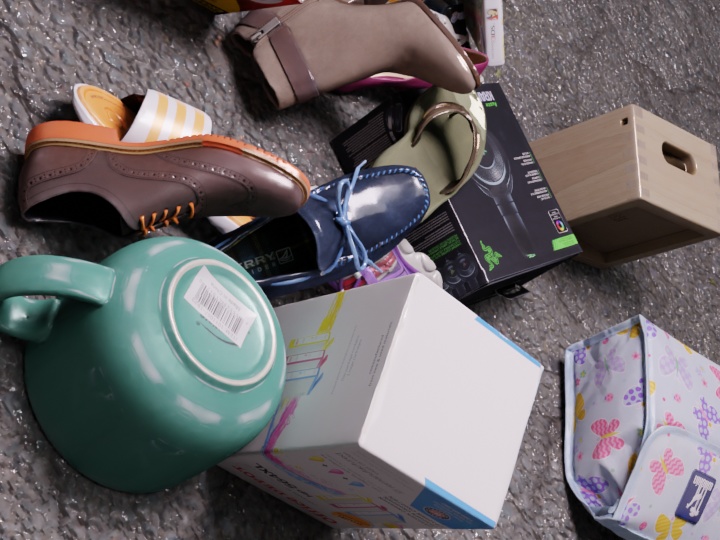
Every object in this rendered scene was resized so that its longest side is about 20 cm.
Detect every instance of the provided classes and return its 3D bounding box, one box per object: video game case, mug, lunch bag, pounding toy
[{"bbox_3d":[0.118,-0.328,1.298,0.200,0.023,0.183,-100,-176,-62],"label":"video game case"},{"bbox_3d":[-0.133,0.055,0.811,0.184,0.114,0.153,-2,67,-49],"label":"mug"},{"bbox_3d":[0.289,0.172,1.207,0.169,0.127,0.201,30,52,-30],"label":"lunch bag"},{"bbox_3d":[0.271,-0.093,1.341,0.199,0.184,0.143,16,66,-42],"label":"pounding toy"}]

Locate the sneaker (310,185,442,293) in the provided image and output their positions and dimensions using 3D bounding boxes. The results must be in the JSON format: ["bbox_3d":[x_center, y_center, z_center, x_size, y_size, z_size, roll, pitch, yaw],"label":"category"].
[{"bbox_3d":[0.000,0.000,1.025,0.200,0.080,0.084,39,51,-37],"label":"sneaker"}]

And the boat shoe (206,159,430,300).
[{"bbox_3d":[-0.033,-0.018,0.928,0.199,0.069,0.084,-31,90,-10],"label":"boat shoe"}]

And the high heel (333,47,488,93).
[{"bbox_3d":[0.027,-0.208,1.190,0.199,0.096,0.068,11,58,-45],"label":"high heel"}]

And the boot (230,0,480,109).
[{"bbox_3d":[-0.013,-0.182,1.078,0.200,0.146,0.070,48,-16,34],"label":"boot"}]

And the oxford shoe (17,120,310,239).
[{"bbox_3d":[-0.135,-0.049,0.870,0.199,0.071,0.073,5,57,-2],"label":"oxford shoe"}]

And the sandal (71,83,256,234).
[{"bbox_3d":[-0.125,-0.090,0.953,0.206,0.059,0.079,36,20,-33],"label":"sandal"}]

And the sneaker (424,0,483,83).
[{"bbox_3d":[0.089,-0.224,1.295,0.072,0.072,0.201,-30,90,-55],"label":"sneaker"}]

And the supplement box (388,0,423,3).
[{"bbox_3d":[0.026,-0.342,1.259,0.073,0.126,0.201,31,44,-32],"label":"supplement box"}]

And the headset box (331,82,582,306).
[{"bbox_3d":[0.094,-0.061,1.169,0.174,0.093,0.201,-14,76,-51],"label":"headset box"}]

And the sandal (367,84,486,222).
[{"bbox_3d":[0.069,-0.099,1.046,0.080,0.057,0.201,48,38,-11],"label":"sandal"}]

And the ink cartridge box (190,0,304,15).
[{"bbox_3d":[-0.160,-0.285,1.018,0.199,0.175,0.084,21,81,-38],"label":"ink cartridge box"}]

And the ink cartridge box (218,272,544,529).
[{"bbox_3d":[0.001,0.100,0.883,0.128,0.199,0.126,35,60,-28],"label":"ink cartridge box"}]
